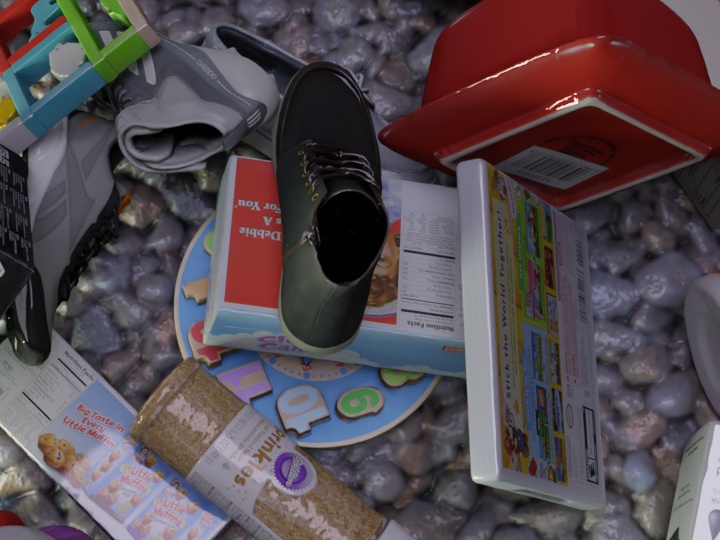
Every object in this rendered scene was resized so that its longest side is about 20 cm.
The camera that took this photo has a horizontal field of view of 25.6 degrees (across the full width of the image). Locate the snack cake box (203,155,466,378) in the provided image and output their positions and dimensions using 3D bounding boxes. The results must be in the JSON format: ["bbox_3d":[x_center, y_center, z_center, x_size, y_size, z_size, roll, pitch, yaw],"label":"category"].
[{"bbox_3d":[0.000,0.000,1.064,0.198,0.067,0.116,8,66,-10],"label":"snack cake box"}]

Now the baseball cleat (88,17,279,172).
[{"bbox_3d":[-0.153,-0.122,1.088,0.199,0.070,0.106,11,44,36],"label":"baseball cleat"}]

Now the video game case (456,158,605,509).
[{"bbox_3d":[0.113,0.047,1.035,0.023,0.182,0.202,-9,73,27],"label":"video game case"}]

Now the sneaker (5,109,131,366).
[{"bbox_3d":[-0.201,-0.029,1.089,0.079,0.074,0.201,11,61,-8],"label":"sneaker"}]

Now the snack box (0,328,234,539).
[{"bbox_3d":[-0.177,0.122,1.077,0.200,0.024,0.072,43,74,11],"label":"snack box"}]

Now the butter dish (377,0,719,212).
[{"bbox_3d":[0.137,-0.139,1.050,0.199,0.199,0.149,17,62,-42],"label":"butter dish"}]

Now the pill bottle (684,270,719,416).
[{"bbox_3d":[0.333,0.031,1.078,0.199,0.114,0.115,-17,74,-8],"label":"pill bottle"}]

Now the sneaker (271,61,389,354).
[{"bbox_3d":[-0.011,-0.058,0.989,0.074,0.106,0.201,3,66,-12],"label":"sneaker"}]

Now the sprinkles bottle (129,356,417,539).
[{"bbox_3d":[-0.057,0.143,1.040,0.200,0.068,0.068,39,75,2],"label":"sprinkles bottle"}]

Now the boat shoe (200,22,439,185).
[{"bbox_3d":[-0.031,-0.112,1.121,0.200,0.072,0.070,28,39,8],"label":"boat shoe"}]

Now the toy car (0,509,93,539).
[{"bbox_3d":[-0.221,0.216,0.983,0.199,0.176,0.150,10,26,27],"label":"toy car"}]

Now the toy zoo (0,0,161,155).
[{"bbox_3d":[-0.240,-0.136,1.108,0.200,0.020,0.131,-37,45,4],"label":"toy zoo"}]

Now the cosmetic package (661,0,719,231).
[{"bbox_3d":[0.236,-0.141,1.136,0.073,0.104,0.201,-30,77,-12],"label":"cosmetic package"}]

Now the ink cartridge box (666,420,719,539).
[{"bbox_3d":[0.270,0.217,1.032,0.145,0.084,0.201,13,73,3],"label":"ink cartridge box"}]

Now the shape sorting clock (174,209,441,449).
[{"bbox_3d":[-0.031,0.025,1.106,0.198,0.039,0.202,1,73,-2],"label":"shape sorting clock"}]

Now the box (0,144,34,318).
[{"bbox_3d":[-0.273,0.028,0.986,0.047,0.200,0.194,34,100,-23],"label":"box"}]
